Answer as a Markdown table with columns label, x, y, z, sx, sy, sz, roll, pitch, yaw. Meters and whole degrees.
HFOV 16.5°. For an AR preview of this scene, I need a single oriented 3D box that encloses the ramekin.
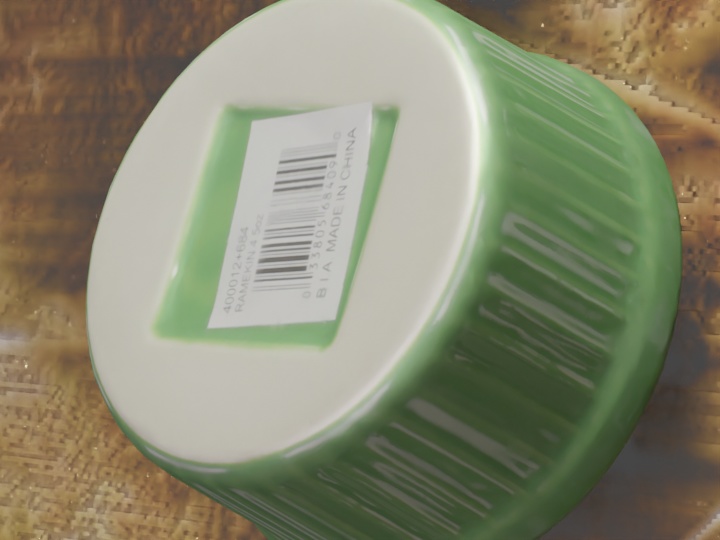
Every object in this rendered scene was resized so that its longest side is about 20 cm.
| label | x | y | z | sx | sy | sz | roll | pitch | yaw |
| --- | --- | --- | --- | --- | --- | --- | --- | --- | --- |
| ramekin | 0.000 | 0.000 | 0.847 | 0.200 | 0.098 | 0.201 | -19 | 57 | 33 |
